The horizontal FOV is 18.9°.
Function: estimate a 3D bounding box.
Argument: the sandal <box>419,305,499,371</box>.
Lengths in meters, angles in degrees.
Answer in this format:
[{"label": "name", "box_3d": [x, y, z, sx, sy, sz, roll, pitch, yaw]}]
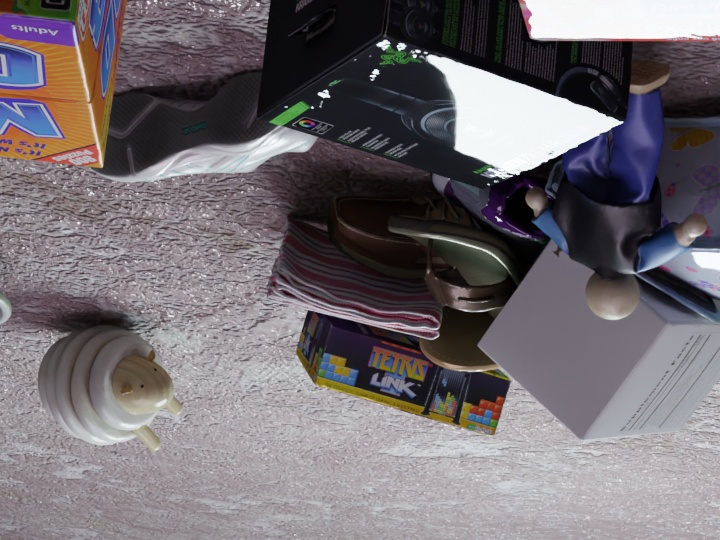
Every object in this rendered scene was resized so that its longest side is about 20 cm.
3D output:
[{"label": "sandal", "box_3d": [0.129, 0.053, 1.843, 0.078, 0.211, 0.070, 41, 140, 24]}]

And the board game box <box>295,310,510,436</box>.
[{"label": "board game box", "box_3d": [0.034, 0.084, 1.920, 0.164, 0.057, 0.200, 18, -177, -8]}]

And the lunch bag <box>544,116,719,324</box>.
[{"label": "lunch bag", "box_3d": [0.262, -0.037, 1.626, 0.199, 0.128, 0.169, 6, 166, 42]}]

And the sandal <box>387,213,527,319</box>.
[{"label": "sandal", "box_3d": [0.091, 0.011, 1.715, 0.079, 0.058, 0.201, 10, 159, 41]}]

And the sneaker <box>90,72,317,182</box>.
[{"label": "sneaker", "box_3d": [-0.122, -0.097, 1.648, 0.199, 0.071, 0.080, -5, 162, 30]}]

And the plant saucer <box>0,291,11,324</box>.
[{"label": "plant saucer", "box_3d": [-0.435, 0.007, 2.093, 0.198, 0.051, 0.200, 5, 161, 2]}]

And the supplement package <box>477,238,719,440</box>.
[{"label": "supplement package", "box_3d": [0.207, 0.051, 1.721, 0.121, 0.120, 0.200, 43, -161, 25]}]

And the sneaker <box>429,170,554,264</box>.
[{"label": "sneaker", "box_3d": [0.134, -0.037, 1.693, 0.087, 0.075, 0.200, 38, -174, 40]}]

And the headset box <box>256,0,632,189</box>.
[{"label": "headset box", "box_3d": [0.048, -0.142, 1.417, 0.199, 0.093, 0.174, 16, 159, -27]}]

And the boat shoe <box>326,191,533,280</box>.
[{"label": "boat shoe", "box_3d": [0.072, -0.036, 1.789, 0.199, 0.076, 0.074, 10, 131, -21]}]

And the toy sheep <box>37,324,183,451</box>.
[{"label": "toy sheep", "box_3d": [-0.270, 0.122, 2.267, 0.199, 0.139, 0.138, -4, 160, 41]}]

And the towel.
[{"label": "towel", "box_3d": [0.000, 0.000, 1.808, 0.145, 0.030, 0.200, 14, -162, -2]}]

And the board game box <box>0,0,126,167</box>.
[{"label": "board game box", "box_3d": [-0.230, -0.193, 1.174, 0.198, 0.201, 0.200, 6, 162, -1]}]

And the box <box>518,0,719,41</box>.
[{"label": "box", "box_3d": [0.189, -0.191, 1.212, 0.198, 0.100, 0.096, 2, 162, 13]}]

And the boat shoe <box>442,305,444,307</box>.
[{"label": "boat shoe", "box_3d": [0.066, 0.023, 1.970, 0.199, 0.074, 0.065, 15, -177, 1]}]

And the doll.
[{"label": "doll", "box_3d": [0.180, -0.051, 1.517, 0.136, 0.048, 0.201, 15, 125, 24]}]
